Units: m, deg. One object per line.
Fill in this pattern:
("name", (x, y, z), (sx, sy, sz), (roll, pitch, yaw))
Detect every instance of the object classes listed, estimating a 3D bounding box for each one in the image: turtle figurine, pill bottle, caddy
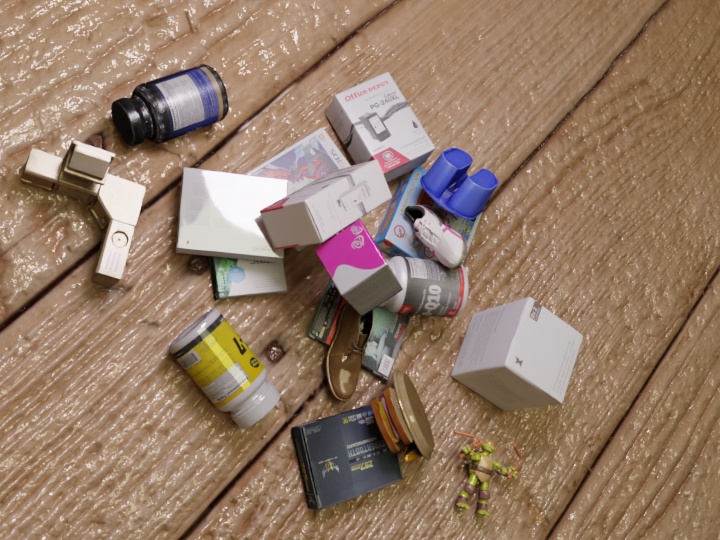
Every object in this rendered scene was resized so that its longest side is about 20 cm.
("turtle figurine", (0.246, 0.422, 1.762), (0.199, 0.064, 0.163), (28, 73, -31))
("pill bottle", (0.110, 0.032, 1.713), (0.197, 0.114, 0.116), (6, 75, -17))
("caddy", (0.204, -0.174, 1.765), (0.141, 0.105, 0.200), (40, 25, 8))
("pill bottle", (-0.354, -0.304, 1.561), (0.199, 0.112, 0.113), (-28, 93, -31))
("pill bottle", (-0.241, 0.179, 1.511), (0.114, 0.114, 0.201), (-43, 101, -30))

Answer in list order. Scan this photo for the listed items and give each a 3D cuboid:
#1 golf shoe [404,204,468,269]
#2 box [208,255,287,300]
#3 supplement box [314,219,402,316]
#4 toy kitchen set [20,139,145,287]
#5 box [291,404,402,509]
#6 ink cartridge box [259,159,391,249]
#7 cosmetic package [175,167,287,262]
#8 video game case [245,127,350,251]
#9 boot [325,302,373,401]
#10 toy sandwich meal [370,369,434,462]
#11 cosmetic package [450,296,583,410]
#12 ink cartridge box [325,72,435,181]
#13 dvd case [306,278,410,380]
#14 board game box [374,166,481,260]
("golf shoe", (0.149, -0.068, 1.705), (0.091, 0.201, 0.073), (12, 116, -26))
("box", (-0.225, -0.049, 1.620), (0.143, 0.036, 0.203), (-5, 79, -31))
("supplement box", (0.000, 0.000, 1.545), (0.103, 0.200, 0.102), (-33, 73, 3))
("toy kitchen set", (-0.475, -0.099, 1.414), (0.198, 0.163, 0.183), (18, 70, -24))
("box", (-0.025, 0.357, 1.630), (0.198, 0.051, 0.160), (-10, 84, -31))
("ink cartridge box", (-0.062, -0.121, 1.542), (0.199, 0.146, 0.084), (-34, 108, -39))
("cosmetic package", (-0.239, -0.101, 1.566), (0.197, 0.052, 0.153), (6, 77, -15))
("video game case", (-0.099, -0.164, 1.664), (0.199, 0.023, 0.183), (-35, 86, -24))
("boot", (-0.018, 0.154, 1.644), (0.073, 0.075, 0.203), (17, 72, -26))
("toy sandwich meal", (0.084, 0.292, 1.655), (0.070, 0.205, 0.207), (-22, 90, 9))
("cosmetic package", (0.331, 0.182, 1.787), (0.164, 0.199, 0.166), (34, 65, -18))
("ink cartridge box", (0.040, -0.297, 1.770), (0.144, 0.083, 0.201), (-28, 81, -23))
("dvd case", (-0.001, 0.115, 1.717), (0.199, 0.022, 0.147), (30, 65, -19))
("board game box", (0.150, -0.093, 1.832), (0.195, 0.056, 0.202), (33, 64, -19))
